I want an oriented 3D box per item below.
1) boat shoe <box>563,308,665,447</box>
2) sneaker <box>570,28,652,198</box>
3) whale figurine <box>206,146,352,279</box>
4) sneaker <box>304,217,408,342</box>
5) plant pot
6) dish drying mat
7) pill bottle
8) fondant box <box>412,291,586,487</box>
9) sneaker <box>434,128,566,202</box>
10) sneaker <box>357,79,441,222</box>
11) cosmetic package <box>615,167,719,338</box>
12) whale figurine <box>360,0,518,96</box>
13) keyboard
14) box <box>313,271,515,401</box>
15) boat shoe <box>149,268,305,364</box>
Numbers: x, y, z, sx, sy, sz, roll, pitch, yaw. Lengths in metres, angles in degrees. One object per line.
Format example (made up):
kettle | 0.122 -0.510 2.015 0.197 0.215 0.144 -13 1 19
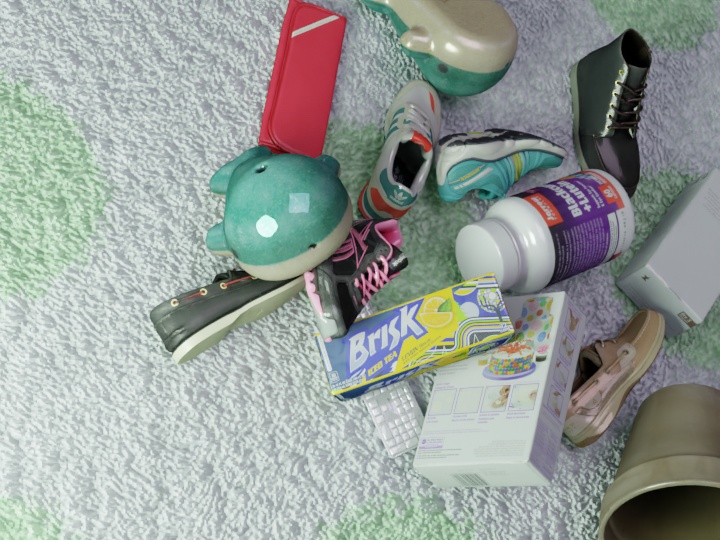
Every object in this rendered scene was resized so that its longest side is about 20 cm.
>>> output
boat shoe | 0.284 0.109 1.596 0.064 0.071 0.200 42 58 -6
sneaker | 0.317 -0.192 1.715 0.074 0.106 0.202 -1 70 -27
whale figurine | -0.094 -0.079 1.400 0.158 0.200 0.104 -33 129 -7
sneaker | 0.000 0.000 1.436 0.201 0.094 0.080 -75 156 -57
plant pot | 0.363 0.226 1.534 0.199 0.200 0.175 27 44 -15
dish drying mat | -0.064 -0.216 1.582 0.076 0.018 0.202 20 62 -20
pill bottle | 0.209 -0.039 1.594 0.199 0.111 0.112 -20 80 -32
fondant box | 0.148 0.126 1.471 0.058 0.143 0.202 42 53 -40
sneaker | 0.160 -0.123 1.639 0.199 0.077 0.081 -10 111 -38
sneaker | 0.062 -0.143 1.572 0.070 0.093 0.201 29 60 -14
cosmetic package | 0.409 -0.023 1.715 0.102 0.074 0.200 45 59 -3
whale figurine | 0.088 -0.281 1.654 0.199 0.104 0.159 31 43 14
keyboard | 0.013 0.100 1.497 0.056 0.011 0.202 -20 79 -32
box | 0.057 0.070 1.442 0.198 0.064 0.071 -20 76 4
boat shoe | -0.124 0.025 1.419 0.200 0.074 0.063 -27 76 -37
